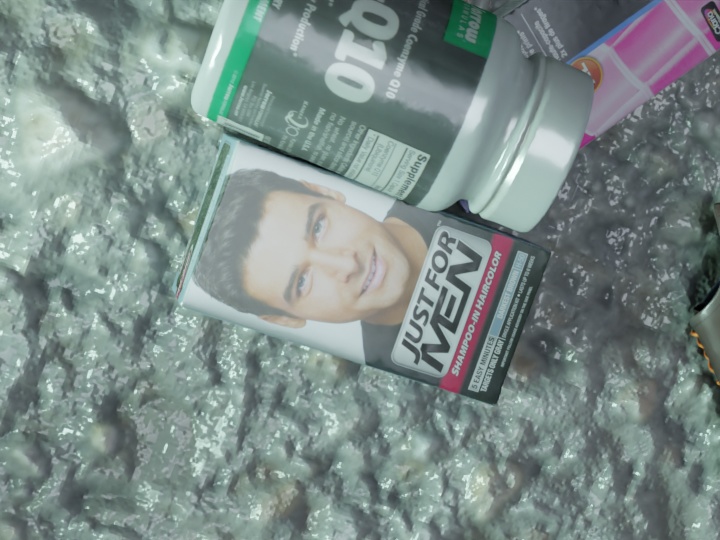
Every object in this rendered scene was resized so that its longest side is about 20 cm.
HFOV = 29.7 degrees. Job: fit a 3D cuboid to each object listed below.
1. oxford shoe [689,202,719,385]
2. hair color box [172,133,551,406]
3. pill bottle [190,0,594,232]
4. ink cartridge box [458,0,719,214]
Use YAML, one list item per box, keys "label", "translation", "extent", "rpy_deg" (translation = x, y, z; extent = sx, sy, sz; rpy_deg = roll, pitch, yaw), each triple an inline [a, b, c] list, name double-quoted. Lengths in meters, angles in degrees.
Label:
- label: "oxford shoe"
  translation: [0.246, 0.050, 0.871]
  extent: [0.072, 0.071, 0.202]
  rpy_deg: [7, 102, 14]
- label: "hair color box"
  translation: [0.000, 0.000, 0.795]
  extent: [0.199, 0.061, 0.100]
  rpy_deg: [18, 95, -15]
- label: "pill bottle"
  translation: [0.018, -0.102, 0.740]
  extent: [0.199, 0.113, 0.114]
  rpy_deg: [22, 94, -7]
- label: "ink cartridge box"
  translation: [0.123, -0.127, 0.818]
  extent: [0.199, 0.037, 0.095]
  rpy_deg: [-35, 105, -4]
